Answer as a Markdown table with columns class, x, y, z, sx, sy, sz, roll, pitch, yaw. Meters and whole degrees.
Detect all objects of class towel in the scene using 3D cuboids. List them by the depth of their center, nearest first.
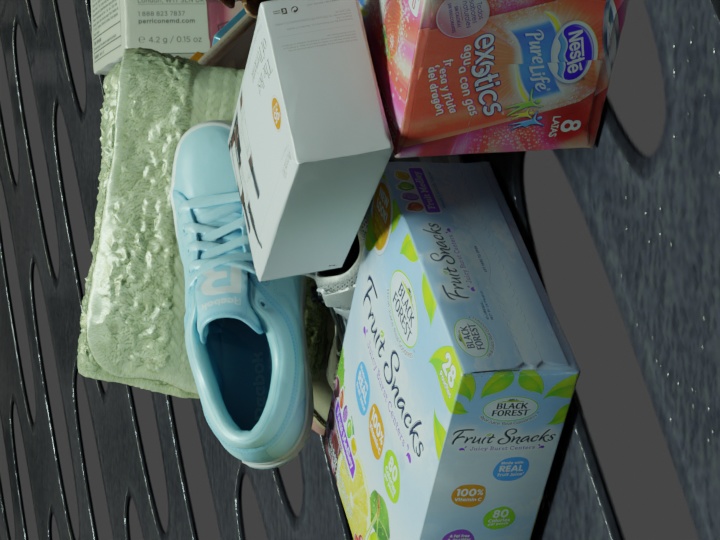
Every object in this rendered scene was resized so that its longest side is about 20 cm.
| class | x | y | z | sx | sy | sz | roll | pitch | yaw |
| --- | --- | --- | --- | --- | --- | --- | --- | --- | --- |
| towel | -0.085 | -0.024 | 1.466 | 0.036 | 0.148 | 0.200 | -79 | -5 | -85 |

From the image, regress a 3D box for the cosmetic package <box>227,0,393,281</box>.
| class | x | y | z | sx | sy | sz | roll | pitch | yaw |
| --- | --- | --- | --- | --- | --- | --- | --- | --- | --- |
| cosmetic package | -0.028 | -0.062 | 1.233 | 0.200 | 0.051 | 0.083 | 114 | 142 | -72 |

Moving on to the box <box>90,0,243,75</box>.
| class | x | y | z | sx | sy | sz | roll | pitch | yaw |
| --- | --- | --- | --- | --- | --- | --- | --- | --- | --- |
| box | -0.128 | -0.241 | 1.770 | 0.128 | 0.109 | 0.200 | 173 | 95 | -74 |

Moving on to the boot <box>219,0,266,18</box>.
| class | x | y | z | sx | sy | sz | roll | pitch | yaw |
| --- | --- | --- | --- | --- | --- | --- | --- | --- | --- |
| boot | -0.094 | -0.239 | 1.523 | 0.074 | 0.200 | 0.155 | -22 | 61 | 48 |

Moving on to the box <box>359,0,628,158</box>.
| class | x | y | z | sx | sy | sz | roll | pitch | yaw |
| --- | --- | --- | --- | --- | --- | --- | --- | --- | --- |
| box | 0.045 | -0.150 | 1.204 | 0.200 | 0.103 | 0.095 | -112 | 24 | -47 |

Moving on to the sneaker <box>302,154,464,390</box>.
| class | x | y | z | sx | sy | sz | roll | pitch | yaw |
| --- | --- | --- | --- | --- | --- | --- | --- | --- | --- |
| sneaker | 0.000 | 0.000 | 1.405 | 0.200 | 0.082 | 0.075 | 106 | 156 | -46 |

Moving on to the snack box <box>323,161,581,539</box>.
| class | x | y | z | sx | sy | sz | roll | pitch | yaw |
| --- | --- | --- | --- | --- | --- | --- | --- | --- | --- |
| snack box | 0.041 | 0.071 | 1.302 | 0.169 | 0.068 | 0.200 | -110 | 26 | -48 |

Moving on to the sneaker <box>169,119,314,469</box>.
| class | x | y | z | sx | sy | sz | roll | pitch | yaw |
| --- | --- | --- | --- | --- | --- | --- | --- | --- | --- |
| sneaker | -0.065 | 0.008 | 1.396 | 0.082 | 0.074 | 0.200 | 48 | -152 | -80 |

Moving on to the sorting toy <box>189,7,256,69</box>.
| class | x | y | z | sx | sy | sz | roll | pitch | yaw |
| --- | --- | --- | --- | --- | --- | --- | --- | --- | --- |
| sorting toy | -0.099 | -0.089 | 1.649 | 0.200 | 0.036 | 0.185 | -56 | -14 | -45 |

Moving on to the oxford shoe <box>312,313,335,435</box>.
| class | x | y | z | sx | sy | sz | roll | pitch | yaw |
| --- | --- | --- | --- | --- | --- | --- | --- | --- | --- |
| oxford shoe | -0.024 | 0.003 | 1.512 | 0.071 | 0.074 | 0.200 | -39 | -62 | -60 |
